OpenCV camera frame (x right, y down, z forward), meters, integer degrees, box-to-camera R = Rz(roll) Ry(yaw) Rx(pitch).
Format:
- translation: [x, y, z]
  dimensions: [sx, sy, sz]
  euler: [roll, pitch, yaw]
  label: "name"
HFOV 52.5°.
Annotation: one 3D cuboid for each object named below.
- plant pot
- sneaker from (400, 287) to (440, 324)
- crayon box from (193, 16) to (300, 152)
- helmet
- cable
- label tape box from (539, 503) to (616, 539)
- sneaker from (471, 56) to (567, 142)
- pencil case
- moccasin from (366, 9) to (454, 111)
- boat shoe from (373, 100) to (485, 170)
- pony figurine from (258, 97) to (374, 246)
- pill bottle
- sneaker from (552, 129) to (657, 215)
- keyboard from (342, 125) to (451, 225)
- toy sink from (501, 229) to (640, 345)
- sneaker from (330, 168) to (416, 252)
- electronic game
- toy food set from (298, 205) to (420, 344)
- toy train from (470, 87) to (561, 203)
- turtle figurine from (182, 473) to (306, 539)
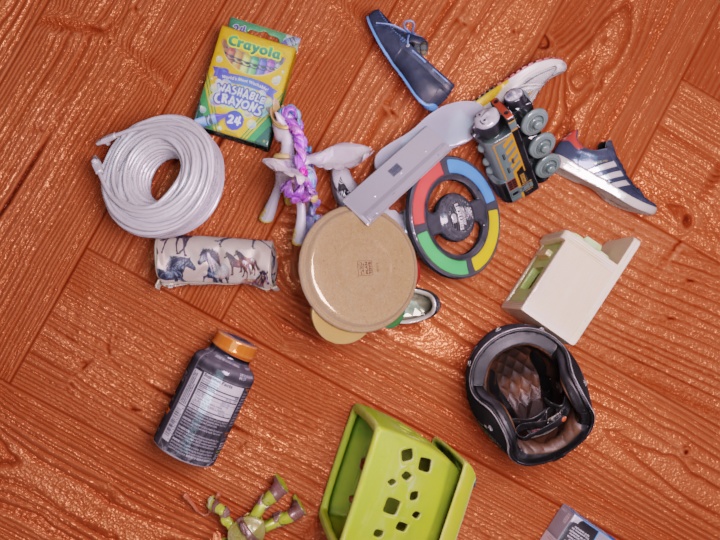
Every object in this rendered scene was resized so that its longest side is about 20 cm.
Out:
- translation: [0.058, 0.338, 1.129]
  dimensions: [0.181, 0.200, 0.200]
  euler: [19, 87, -9]
  label: "plant pot"
- translation: [0.034, 0.052, 1.182]
  dimensions: [0.199, 0.090, 0.067]
  euler: [1, 90, -4]
  label: "sneaker"
- translation: [-0.183, -0.311, 1.194]
  dimensions: [0.125, 0.052, 0.201]
  euler: [16, 87, -4]
  label: "crayon box"
- translation: [0.257, 0.185, 1.145]
  dimensions: [0.199, 0.200, 0.191]
  euler: [-20, 46, -4]
  label: "helmet"
- translation: [-0.308, -0.144, 1.138]
  dimensions: [0.199, 0.069, 0.201]
  euler: [-22, 71, 10]
  label: "cable"
- translation: [0.348, 0.515, 1.207]
  dimensions: [0.143, 0.066, 0.200]
  euler: [35, 85, -3]
  label: "label tape box"
- translation: [0.260, -0.284, 1.221]
  dimensions: [0.200, 0.078, 0.082]
  euler: [-35, 95, 5]
  label: "sneaker"
- translation: [-0.228, -0.010, 1.170]
  dimensions: [0.199, 0.078, 0.090]
  euler: [3, 88, -4]
  label: "pencil case"
- translation: [0.085, -0.351, 1.191]
  dimensions: [0.068, 0.080, 0.200]
  euler: [-37, 79, 17]
  label: "moccasin"
- translation: [0.115, -0.208, 1.197]
  dimensions: [0.200, 0.066, 0.070]
  euler: [-32, 85, 7]
  label: "boat shoe"
- translation: [-0.093, -0.146, 1.119]
  dimensions: [0.166, 0.193, 0.201]
  euler: [-17, 125, -34]
  label: "pony figurine"
- translation: [-0.236, 0.196, 1.152]
  dimensions: [0.106, 0.106, 0.201]
  euler: [26, 87, -3]
  label: "pill bottle"
- translation: [0.419, -0.167, 1.223]
  dimensions: [0.199, 0.075, 0.085]
  euler: [30, 91, -3]
  label: "sneaker"
- translation: [0.059, -0.149, 1.122]
  dimensions: [0.056, 0.011, 0.200]
  euler: [42, 67, 12]
  label: "keyboard"
- translation: [0.334, 0.006, 1.186]
  dimensions: [0.112, 0.130, 0.200]
  euler: [35, 87, -2]
  label: "toy sink"
- translation: [0.032, -0.096, 1.196]
  dimensions: [0.115, 0.075, 0.201]
  euler: [-26, 95, -6]
  label: "sneaker"
- translation: [0.153, -0.086, 1.180]
  dimensions: [0.199, 0.042, 0.201]
  euler: [4, 83, -35]
  label: "electronic game"
- translation: [0.000, 0.000, 1.107]
  dimensions: [0.197, 0.049, 0.201]
  euler: [-21, 92, -22]
  label: "toy food set"
- translation: [0.246, -0.196, 1.164]
  dimensions: [0.114, 0.200, 0.085]
  euler: [-32, 49, 4]
  label: "toy train"
- translation: [-0.179, 0.402, 1.171]
  dimensions: [0.161, 0.064, 0.200]
  euler: [-38, 91, -4]
  label: "turtle figurine"
